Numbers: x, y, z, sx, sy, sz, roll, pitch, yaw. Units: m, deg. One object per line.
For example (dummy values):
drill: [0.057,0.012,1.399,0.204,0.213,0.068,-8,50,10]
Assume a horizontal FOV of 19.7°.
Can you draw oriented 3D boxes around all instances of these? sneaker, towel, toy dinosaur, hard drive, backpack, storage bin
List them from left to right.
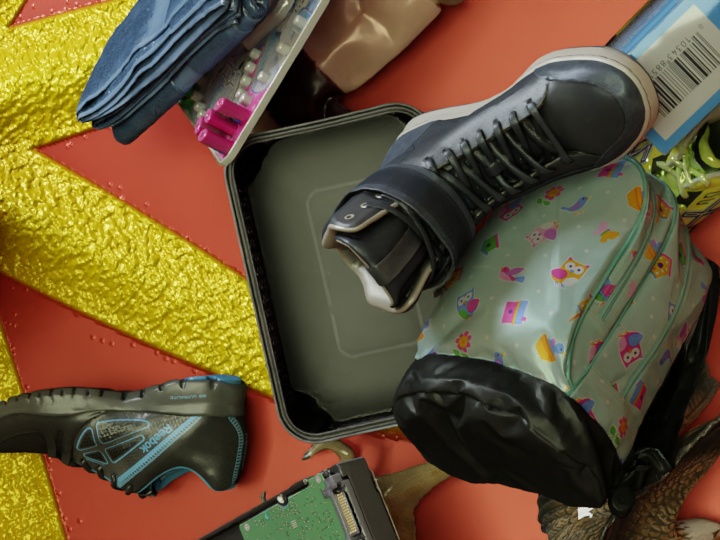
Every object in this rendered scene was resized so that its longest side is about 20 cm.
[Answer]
sneaker: [-0.174,0.118,1.427,0.200,0.073,0.082,-5,87,19]
towel: [-0.115,-0.166,1.355,0.049,0.200,0.112,29,55,-19]
hard drive: [-0.039,0.216,1.339,0.200,0.038,0.140,-35,73,47]
storage bin: [0.000,0.000,1.341,0.135,0.094,0.200,-12,93,4]
toy dinosaur: [0.003,0.153,1.386,0.101,0.058,0.200,47,110,0]
sneaker: [0.067,-0.047,1.171,0.202,0.146,0.077,-21,111,47]
backpack: [0.124,0.029,1.222,0.167,0.127,0.200,14,60,40]
sneaker: [0.199,-0.063,1.311,0.200,0.076,0.075,-40,78,15]

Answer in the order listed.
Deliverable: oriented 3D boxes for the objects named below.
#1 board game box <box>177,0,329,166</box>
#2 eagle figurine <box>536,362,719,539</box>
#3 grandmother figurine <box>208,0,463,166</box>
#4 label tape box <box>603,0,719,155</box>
board game box: [-0.062,-0.180,1.352,0.026,0.200,0.200,29,98,-20]
eagle figurine: [0.174,0.148,1.288,0.152,0.151,0.200,9,101,29]
grandmother figurine: [-0.024,-0.136,1.401,0.200,0.061,0.121,-41,76,15]
label tape box: [0.209,-0.150,1.260,0.066,0.200,0.143,44,100,-1]
